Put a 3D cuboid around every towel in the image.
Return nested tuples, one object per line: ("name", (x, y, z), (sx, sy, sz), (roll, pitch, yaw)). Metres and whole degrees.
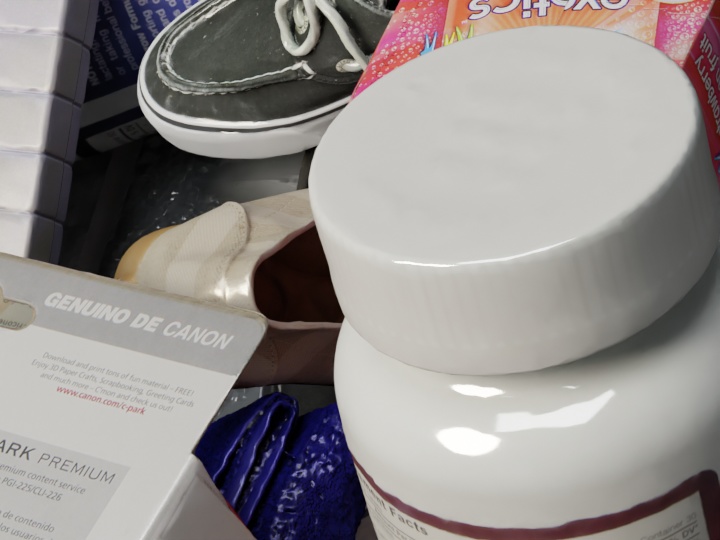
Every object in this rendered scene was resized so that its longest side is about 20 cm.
("towel", (-0.077, 0.130, 0.762), (0.147, 0.049, 0.201), (-21, 35, 53))

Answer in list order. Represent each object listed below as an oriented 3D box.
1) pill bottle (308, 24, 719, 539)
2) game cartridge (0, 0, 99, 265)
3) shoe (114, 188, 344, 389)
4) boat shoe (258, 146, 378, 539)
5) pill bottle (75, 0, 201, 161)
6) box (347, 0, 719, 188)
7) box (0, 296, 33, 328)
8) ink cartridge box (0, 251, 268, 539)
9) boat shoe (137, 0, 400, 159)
("pill bottle", (0.055, 0.047, 0.616), (0.109, 0.201, 0.110), (-11, 36, 8))
("game cartridge", (-0.192, -0.066, 0.904), (0.199, 0.038, 0.131), (6, 88, 20))
("shoe", (0.011, 0.004, 0.794), (0.053, 0.199, 0.070), (-20, 82, 42))
("boat shoe", (0.000, 0.000, 0.865), (0.069, 0.066, 0.201), (0, 53, 23))
("pill bottle", (-0.092, -0.109, 0.959), (0.199, 0.116, 0.116), (-20, 48, 6))
("box", (0.072, -0.003, 0.747), (0.095, 0.200, 0.100), (10, 57, 27))
("box", (-0.151, 0.106, 0.824), (0.077, 0.095, 0.201), (10, 56, 29))
("ink cartridge box", (-0.123, 0.086, 0.701), (0.199, 0.084, 0.176), (13, 60, 35))
("boat shoe", (0.004, -0.093, 0.841), (0.198, 0.068, 0.074), (-11, 65, 23))
